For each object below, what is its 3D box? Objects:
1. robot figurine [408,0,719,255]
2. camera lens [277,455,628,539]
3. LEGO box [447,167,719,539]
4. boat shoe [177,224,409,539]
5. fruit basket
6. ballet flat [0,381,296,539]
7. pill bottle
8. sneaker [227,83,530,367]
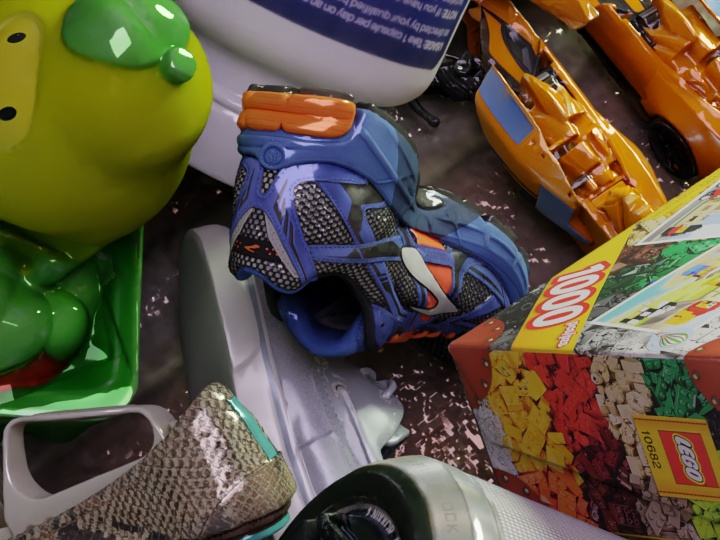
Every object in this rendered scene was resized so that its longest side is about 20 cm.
[{"bbox_3d":[0.090,-0.097,1.216,0.145,0.058,0.200,-32,75,-19],"label":"robot figurine"},{"bbox_3d":[0.057,0.165,1.019,0.200,0.160,0.160,24,64,-23],"label":"camera lens"},{"bbox_3d":[0.157,0.019,1.071,0.200,0.149,0.077,-32,110,-34],"label":"LEGO box"},{"bbox_3d":[-0.016,0.073,1.134,0.071,0.070,0.201,-13,74,-21],"label":"boat shoe"},{"bbox_3d":[-0.136,-0.043,1.092,0.155,0.216,0.216,2,67,-5],"label":"fruit basket"},{"bbox_3d":[-0.116,0.091,1.063,0.200,0.068,0.075,-26,94,26],"label":"ballet flat"},{"bbox_3d":[-0.010,-0.131,1.148,0.120,0.120,0.200,26,102,5],"label":"pill bottle"},{"bbox_3d":[0.000,0.000,1.104,0.075,0.200,0.079,11,74,33],"label":"sneaker"}]
